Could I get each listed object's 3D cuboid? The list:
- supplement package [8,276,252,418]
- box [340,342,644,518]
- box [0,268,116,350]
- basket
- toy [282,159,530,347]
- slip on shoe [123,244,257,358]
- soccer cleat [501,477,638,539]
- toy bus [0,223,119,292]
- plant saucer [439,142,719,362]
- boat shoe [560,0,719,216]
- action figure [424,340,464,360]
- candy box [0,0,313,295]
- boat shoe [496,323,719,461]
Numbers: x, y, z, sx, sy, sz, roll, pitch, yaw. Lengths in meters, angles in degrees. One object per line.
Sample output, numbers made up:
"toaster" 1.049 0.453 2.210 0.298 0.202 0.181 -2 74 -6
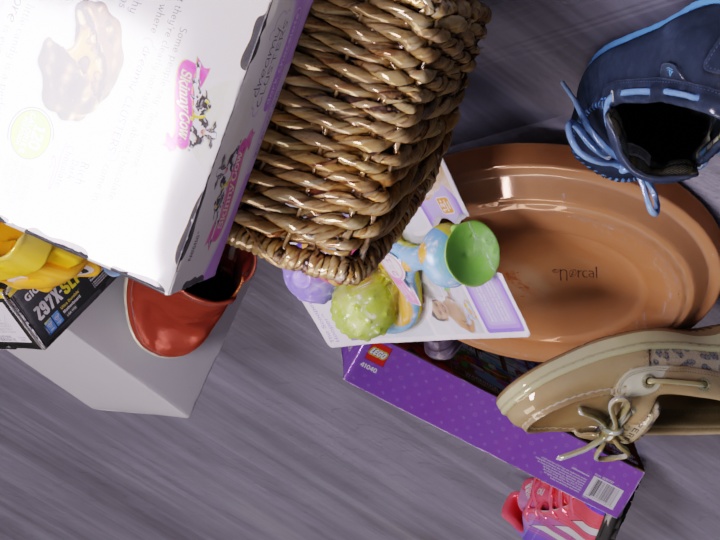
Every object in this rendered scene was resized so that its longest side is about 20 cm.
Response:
"supplement package" -0.192 0.001 1.952 0.117 0.117 0.200 0 149 48
"box" 0.080 0.076 1.854 0.199 0.039 0.137 27 -166 -11
"box" -0.181 -0.032 1.726 0.159 0.200 0.049 -3 127 51
"basket" -0.052 -0.094 1.438 0.199 0.150 0.143 19 -172 12
"toy" 0.000 0.000 1.614 0.200 0.047 0.115 -8 114 53
"slip on shoe" -0.104 0.001 1.840 0.074 0.061 0.200 7 144 -18
"soccer cleat" 0.150 0.169 2.082 0.073 0.068 0.200 28 163 1
"toy bus" -0.130 -0.066 1.603 0.192 0.201 0.135 27 162 -34
"plant saucer" 0.105 -0.002 1.638 0.199 0.032 0.201 5 148 3
"boat shoe" 0.142 -0.078 1.435 0.084 0.069 0.200 25 161 -3
"action figure" 0.016 -0.030 1.717 0.130 0.070 0.200 22 158 26
"candy box" -0.137 -0.105 1.345 0.199 0.168 0.072 24 -168 12
"boat shoe" 0.174 0.071 1.654 0.199 0.063 0.073 -8 161 -23
